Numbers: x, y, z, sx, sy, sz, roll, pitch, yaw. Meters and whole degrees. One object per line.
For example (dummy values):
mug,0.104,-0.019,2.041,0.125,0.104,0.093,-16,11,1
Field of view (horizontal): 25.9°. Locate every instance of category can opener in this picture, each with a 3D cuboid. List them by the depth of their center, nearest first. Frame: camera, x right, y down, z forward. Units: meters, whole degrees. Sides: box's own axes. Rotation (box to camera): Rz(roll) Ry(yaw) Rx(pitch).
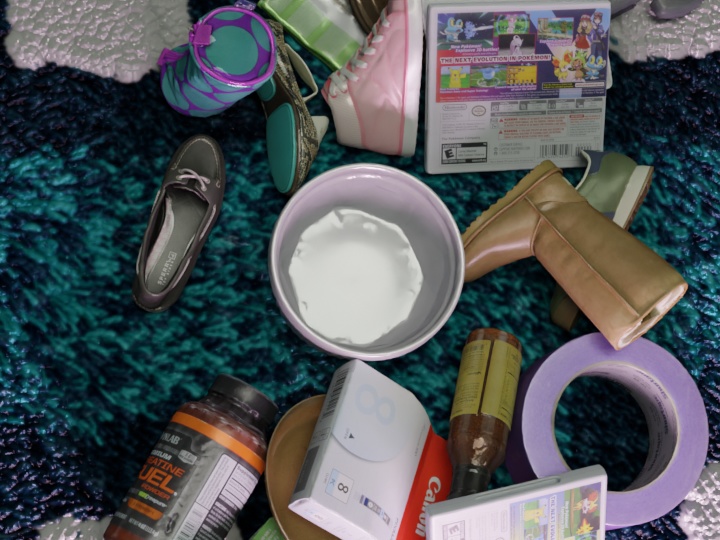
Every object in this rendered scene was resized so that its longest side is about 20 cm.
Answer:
can opener,0.301,-0.299,1.755,0.200,0.053,0.067,-23,81,-14

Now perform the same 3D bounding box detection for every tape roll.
tape roll,0.252,0.168,1.624,0.200,0.085,0.200,2,77,-10

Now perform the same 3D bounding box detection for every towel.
towel,0.004,-0.316,1.717,0.149,0.031,0.200,40,74,1

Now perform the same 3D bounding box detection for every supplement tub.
supplement tub,-0.159,0.203,1.530,0.107,0.107,0.200,30,73,-2

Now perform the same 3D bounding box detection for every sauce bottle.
sauce bottle,0.120,0.155,1.588,0.066,0.066,0.200,19,58,-5

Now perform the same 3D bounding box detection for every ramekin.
ramekin,0.000,0.000,1.606,0.200,0.105,0.200,2,76,-9

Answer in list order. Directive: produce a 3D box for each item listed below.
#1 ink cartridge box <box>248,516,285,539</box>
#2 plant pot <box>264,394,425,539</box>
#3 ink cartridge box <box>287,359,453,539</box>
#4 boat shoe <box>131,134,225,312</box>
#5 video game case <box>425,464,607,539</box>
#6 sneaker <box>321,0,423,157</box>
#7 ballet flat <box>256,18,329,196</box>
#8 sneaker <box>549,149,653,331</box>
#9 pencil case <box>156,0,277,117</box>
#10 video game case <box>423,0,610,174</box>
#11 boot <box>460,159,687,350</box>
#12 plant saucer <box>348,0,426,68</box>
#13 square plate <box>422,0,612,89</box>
ink cartridge box,-0.062,0.358,1.490,0.200,0.084,0.146,42,36,1
plant pot,-0.016,0.221,1.554,0.200,0.027,0.200,19,56,-30
ink cartridge box,0.040,0.205,1.547,0.200,0.047,0.160,32,55,-19
boat shoe,-0.183,-0.052,1.609,0.067,0.057,0.200,19,75,-5
video game case,0.154,0.292,1.544,0.182,0.022,0.200,-11,122,-13
sneaker,0.012,-0.216,1.638,0.105,0.075,0.200,4,115,-1
ballet flat,-0.074,-0.178,1.659,0.075,0.068,0.200,-11,77,-35
sneaker,0.233,-0.040,1.680,0.090,0.067,0.200,27,84,14
pencil case,-0.147,-0.209,1.578,0.092,0.200,0.085,29,78,-13
video game case,0.167,-0.197,1.680,0.200,0.023,0.182,-3,109,-10
boot,0.205,0.005,1.610,0.175,0.066,0.200,-45,67,8
plant saucer,0.080,-0.322,1.707,0.200,0.029,0.200,1,88,-20
square plate,0.161,-0.271,1.683,0.198,0.028,0.200,-14,109,-7
